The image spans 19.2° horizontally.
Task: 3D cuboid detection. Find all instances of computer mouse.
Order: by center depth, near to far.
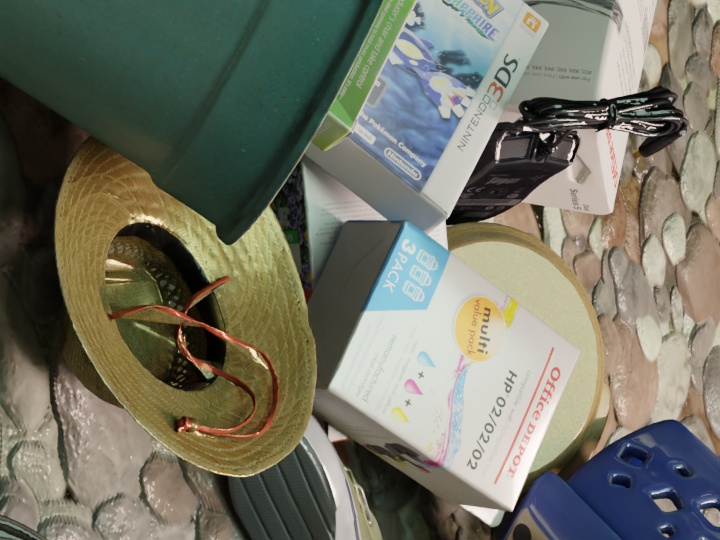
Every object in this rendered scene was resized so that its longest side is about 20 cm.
[{"bbox_3d":[0.124,-0.083,1.402,0.140,0.200,0.046,-4,73,-25],"label":"computer mouse"}]

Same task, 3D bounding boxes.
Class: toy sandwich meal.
[{"bbox_3d":[0.082,0.065,1.443,0.204,0.070,0.207,3,84,-25],"label":"toy sandwich meal"}]

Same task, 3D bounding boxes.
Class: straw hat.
[{"bbox_3d":[-0.119,0.027,1.155,0.201,0.085,0.202,27,52,-40],"label":"straw hat"}]

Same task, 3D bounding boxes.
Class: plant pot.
[{"bbox_3d":[-0.106,-0.145,1.070,0.195,0.200,0.201,27,60,-11],"label":"plant pot"},{"bbox_3d":[0.176,0.241,1.414,0.179,0.200,0.201,-7,134,-45],"label":"plant pot"}]

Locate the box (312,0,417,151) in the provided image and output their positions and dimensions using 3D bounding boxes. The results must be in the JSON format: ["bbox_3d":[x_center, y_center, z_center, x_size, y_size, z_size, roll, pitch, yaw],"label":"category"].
[{"bbox_3d":[-0.063,-0.182,1.226,0.200,0.036,0.145,36,55,-14],"label":"box"}]

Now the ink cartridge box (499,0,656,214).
[{"bbox_3d":[0.152,-0.162,1.513,0.146,0.083,0.201,66,35,-61],"label":"ink cartridge box"}]

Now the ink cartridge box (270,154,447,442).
[{"bbox_3d":[0.000,0.000,1.333,0.108,0.050,0.201,-6,93,-36],"label":"ink cartridge box"}]

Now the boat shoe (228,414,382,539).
[{"bbox_3d":[-0.028,0.148,1.300,0.062,0.072,0.201,-65,147,-48],"label":"boat shoe"}]

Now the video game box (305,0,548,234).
[{"bbox_3d":[0.003,-0.146,1.305,0.200,0.047,0.183,38,51,-12],"label":"video game box"}]

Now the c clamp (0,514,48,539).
[{"bbox_3d":[-0.182,0.219,1.082,0.170,0.027,0.201,1,85,-33],"label":"c clamp"}]

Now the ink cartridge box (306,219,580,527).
[{"bbox_3d":[0.056,0.068,1.299,0.200,0.068,0.116,35,71,-30],"label":"ink cartridge box"}]
